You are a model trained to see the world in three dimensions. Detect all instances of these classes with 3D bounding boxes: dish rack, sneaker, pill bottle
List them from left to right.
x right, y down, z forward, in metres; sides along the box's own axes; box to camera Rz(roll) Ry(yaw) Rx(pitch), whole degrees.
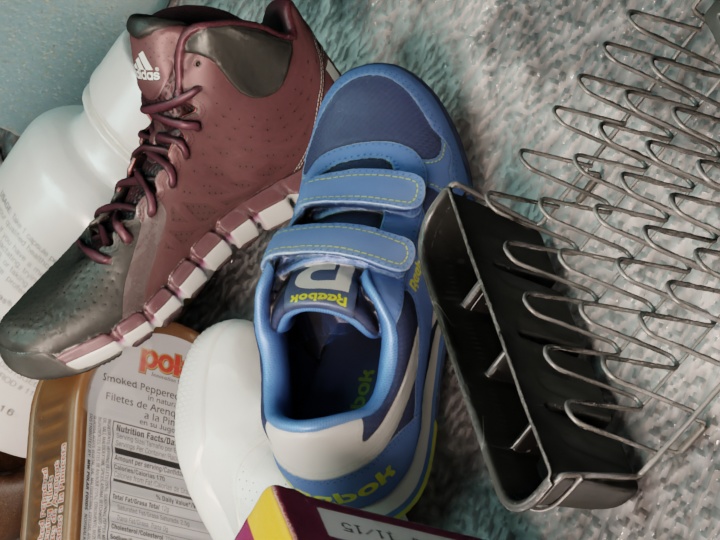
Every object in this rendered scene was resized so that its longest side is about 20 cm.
[{"bbox_3d":[-0.129,-0.015,1.232,0.200,0.114,0.114,-52,37,24],"label":"pill bottle"},{"bbox_3d":[-0.094,-0.050,1.111,0.200,0.116,0.076,-38,34,-16],"label":"sneaker"},{"bbox_3d":[-0.020,0.102,1.068,0.088,0.075,0.200,-31,56,33],"label":"sneaker"},{"bbox_3d":[0.000,0.000,1.030,0.074,0.082,0.201,-5,65,20],"label":"sneaker"},{"bbox_3d":[0.107,-0.022,0.920,0.200,0.054,0.154,-52,38,32],"label":"dish rack"}]

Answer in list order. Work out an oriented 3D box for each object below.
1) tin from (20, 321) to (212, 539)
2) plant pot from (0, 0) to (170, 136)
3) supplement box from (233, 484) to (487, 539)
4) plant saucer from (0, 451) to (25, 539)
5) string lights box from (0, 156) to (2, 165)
[{"bbox_3d":[-0.093,0.118,1.126,0.042,0.112,0.201,-20,61,42],"label":"tin"},{"bbox_3d":[-0.188,-0.224,1.361,0.200,0.196,0.197,-44,42,28],"label":"plant pot"},{"bbox_3d":[-0.013,0.195,0.943,0.200,0.131,0.103,-58,33,24],"label":"supplement box"},{"bbox_3d":[-0.222,0.048,1.292,0.034,0.200,0.201,-36,45,20],"label":"plant saucer"},{"bbox_3d":[-0.294,-0.023,1.556,0.200,0.059,0.103,-57,35,26],"label":"string lights box"}]
